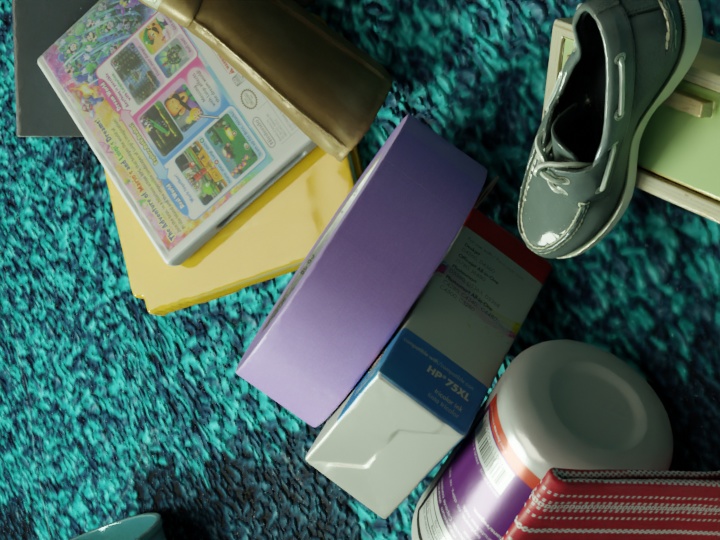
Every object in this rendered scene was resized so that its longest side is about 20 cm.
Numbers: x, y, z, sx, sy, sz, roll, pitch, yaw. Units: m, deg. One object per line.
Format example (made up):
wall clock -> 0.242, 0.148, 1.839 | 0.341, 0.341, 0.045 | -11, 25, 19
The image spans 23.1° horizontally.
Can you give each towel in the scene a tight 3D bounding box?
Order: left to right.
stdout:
towel -> 0.128, 0.177, 1.022 | 0.201, 0.143, 0.023 | 117, 146, -41

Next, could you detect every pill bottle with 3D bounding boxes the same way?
pill bottle -> 0.102, 0.142, 1.081 | 0.113, 0.111, 0.201 | 61, 142, 29

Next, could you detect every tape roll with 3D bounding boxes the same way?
tape roll -> 0.000, 0.000, 1.136 | 0.065, 0.201, 0.200 | 34, 138, -3

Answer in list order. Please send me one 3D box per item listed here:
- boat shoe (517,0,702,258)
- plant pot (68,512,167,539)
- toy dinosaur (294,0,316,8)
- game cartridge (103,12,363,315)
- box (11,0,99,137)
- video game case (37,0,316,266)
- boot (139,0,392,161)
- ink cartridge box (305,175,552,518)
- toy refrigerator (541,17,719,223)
boat shoe -> 0.115, -0.076, 0.938 | 0.073, 0.061, 0.201 | 56, 146, 27
plant pot -> -0.234, 0.348, 1.588 | 0.199, 0.199, 0.190 | -18, 97, 57
toy dinosaur -> -0.038, -0.238, 1.283 | 0.199, 0.047, 0.089 | -19, 94, 56
game cartridge -> -0.097, -0.076, 1.319 | 0.198, 0.032, 0.178 | -18, 79, 21
box -> -0.228, -0.196, 1.460 | 0.200, 0.103, 0.150 | -113, 23, -78
video game case -> -0.126, -0.138, 1.307 | 0.182, 0.024, 0.201 | -39, 74, 15
boot -> -0.063, -0.185, 1.233 | 0.199, 0.176, 0.066 | 35, 135, -8
ink cartridge box -> 0.052, 0.045, 1.120 | 0.067, 0.201, 0.116 | 35, 138, -2
toy refrigerator -> 0.183, -0.079, 0.949 | 0.200, 0.069, 0.077 | 32, 123, 51
